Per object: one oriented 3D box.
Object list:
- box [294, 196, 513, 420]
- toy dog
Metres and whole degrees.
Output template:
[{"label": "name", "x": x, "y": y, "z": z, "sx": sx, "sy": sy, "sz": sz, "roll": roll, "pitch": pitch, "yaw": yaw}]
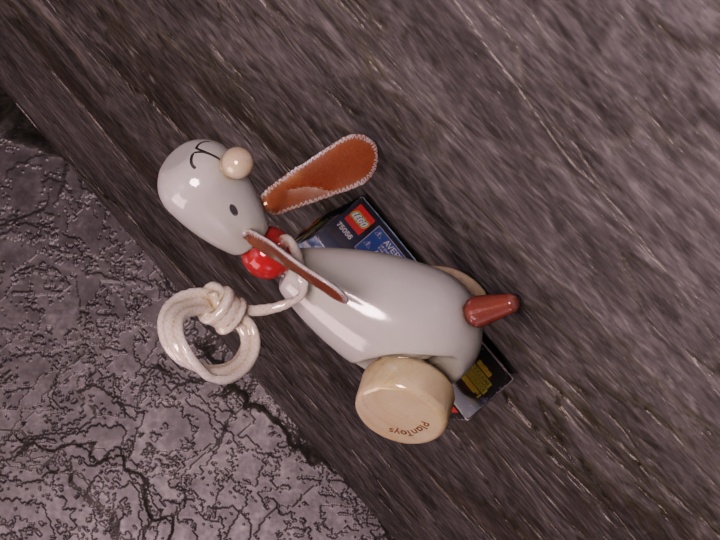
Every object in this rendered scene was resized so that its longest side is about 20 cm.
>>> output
[{"label": "box", "x": 0.017, "y": 0.025, "z": 1.492, "sx": 0.137, "sy": 0.040, "sz": 0.200, "roll": 51, "pitch": 172, "yaw": -4}, {"label": "toy dog", "x": 0.000, "y": 0.000, "z": 1.239, "sx": 0.199, "sy": 0.096, "sz": 0.132, "roll": 21, "pitch": -128, "yaw": -34}]
